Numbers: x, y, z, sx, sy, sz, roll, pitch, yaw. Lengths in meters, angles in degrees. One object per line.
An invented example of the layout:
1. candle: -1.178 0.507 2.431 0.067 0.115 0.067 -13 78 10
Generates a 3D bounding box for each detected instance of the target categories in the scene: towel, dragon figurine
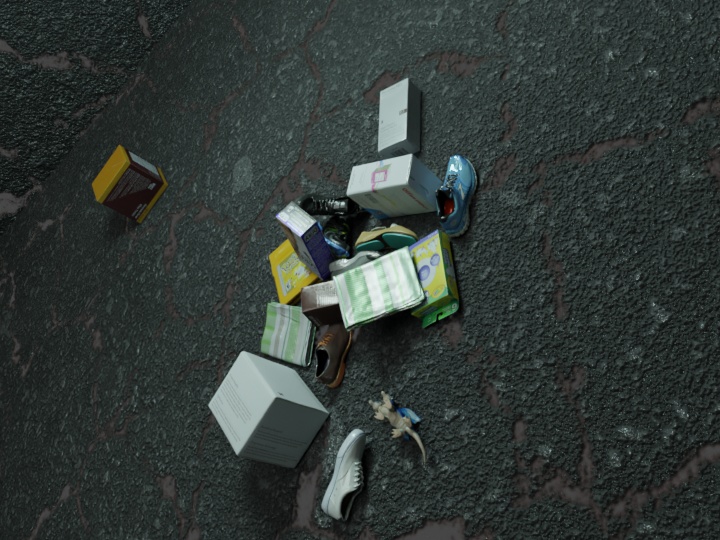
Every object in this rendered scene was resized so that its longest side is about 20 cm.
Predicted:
1. towel: -0.198 0.169 1.827 0.197 0.030 0.153 7 86 43
2. towel: 0.040 0.041 1.569 0.196 0.023 0.155 -22 59 8
3. dragon figurine: 0.092 0.332 1.475 0.199 0.099 0.059 36 92 27

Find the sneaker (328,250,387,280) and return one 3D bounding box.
1. sneaker: 0.000 0.000 1.728 0.198 0.073 0.081 -21 66 41

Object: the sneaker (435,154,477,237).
1. sneaker: 0.221 -0.187 1.594 0.077 0.089 0.205 -11 63 39

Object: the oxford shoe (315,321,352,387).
1. oxford shoe: -0.070 0.184 1.689 0.070 0.072 0.205 -12 62 38

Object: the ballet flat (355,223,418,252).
1. ballet flat: 0.067 -0.089 1.709 0.197 0.069 0.064 -8 50 39

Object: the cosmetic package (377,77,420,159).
1. cosmetic package: 0.106 -0.406 1.825 0.100 0.073 0.205 -18 60 35

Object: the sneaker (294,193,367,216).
1. sneaker: -0.070 -0.174 1.786 0.103 0.197 0.062 0 91 47

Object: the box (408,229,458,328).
1. box: 0.163 0.021 1.569 0.116 0.048 0.204 -31 52 36

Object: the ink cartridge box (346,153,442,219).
1. ink cartridge box: 0.087 -0.205 1.688 0.197 0.144 0.087 -3 65 42

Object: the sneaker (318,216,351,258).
1. sneaker: -0.063 -0.099 1.812 0.082 0.071 0.200 -38 30 5

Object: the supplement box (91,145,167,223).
1. supplement box: -0.895 -0.332 2.620 0.198 0.199 0.133 -49 45 11

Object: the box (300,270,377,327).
1. box: -0.040 0.071 1.656 0.195 0.100 0.077 -12 60 16

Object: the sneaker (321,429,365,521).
1. sneaker: -0.020 0.462 1.516 0.070 0.072 0.205 19 92 37

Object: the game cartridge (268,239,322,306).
1. game cartridge: -0.181 -0.015 1.922 0.175 0.032 0.203 -39 50 22

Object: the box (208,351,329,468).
1. box: -0.228 0.343 1.665 0.173 0.198 0.199 -56 43 6

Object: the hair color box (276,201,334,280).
1. hair color box: -0.138 -0.074 1.761 0.065 0.202 0.109 -41 54 -15
